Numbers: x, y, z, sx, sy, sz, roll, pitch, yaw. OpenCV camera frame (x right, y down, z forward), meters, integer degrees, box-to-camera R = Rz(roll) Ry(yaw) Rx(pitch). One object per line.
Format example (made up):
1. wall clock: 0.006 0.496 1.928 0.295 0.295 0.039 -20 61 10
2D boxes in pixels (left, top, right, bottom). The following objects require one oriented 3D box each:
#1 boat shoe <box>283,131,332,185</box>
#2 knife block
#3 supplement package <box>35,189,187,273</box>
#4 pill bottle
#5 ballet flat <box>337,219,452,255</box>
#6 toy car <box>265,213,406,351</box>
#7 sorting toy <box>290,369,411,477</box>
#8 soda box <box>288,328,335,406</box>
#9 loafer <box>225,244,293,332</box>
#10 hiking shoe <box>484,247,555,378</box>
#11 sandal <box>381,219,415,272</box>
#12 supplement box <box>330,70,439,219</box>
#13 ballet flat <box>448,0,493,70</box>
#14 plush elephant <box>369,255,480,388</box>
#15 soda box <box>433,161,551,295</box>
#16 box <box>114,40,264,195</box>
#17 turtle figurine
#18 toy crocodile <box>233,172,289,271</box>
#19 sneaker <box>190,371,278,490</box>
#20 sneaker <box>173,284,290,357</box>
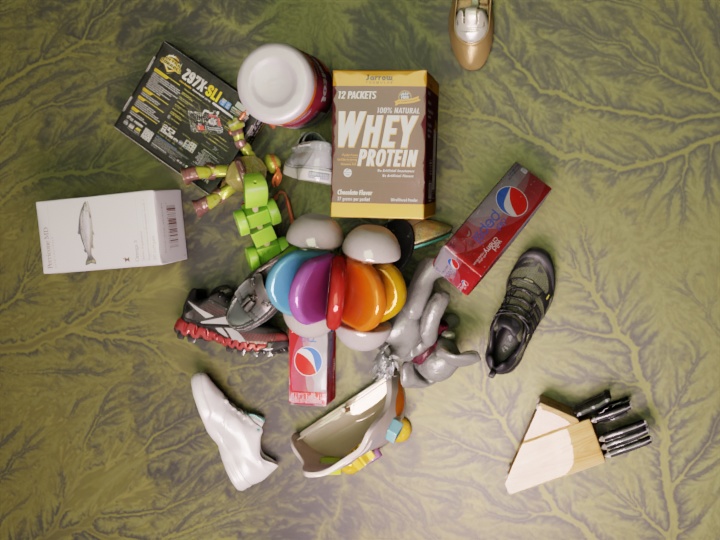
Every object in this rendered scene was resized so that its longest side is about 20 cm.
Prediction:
1. boat shoe: -0.068 -0.167 1.591 0.069 0.201 0.072 10 96 -13
2. knife block: 0.328 0.268 1.611 0.174 0.064 0.202 24 99 9
3. supplement package: -0.389 -0.062 1.700 0.198 0.117 0.118 -5 95 12
4. pill bottle: -0.100 -0.266 1.582 0.112 0.200 0.114 1 95 11
5. ballet flat: 0.040 -0.046 1.640 0.199 0.071 0.071 -24 90 15
6. toy car: -0.043 0.024 1.497 0.198 0.150 0.177 13 109 21
7. sorting toy: -0.014 0.256 1.620 0.199 0.180 0.107 -35 88 12
8. soda box: -0.074 0.105 1.675 0.063 0.070 0.202 2 94 10
9. loafer: -0.130 0.012 1.611 0.200 0.063 0.072 -42 80 4
10. hiking shoe: 0.237 0.065 1.593 0.075 0.101 0.202 18 98 9
11. sandal: 0.000 0.001 1.589 0.200 0.048 0.075 -42 67 7
12. supplement box: 0.039 -0.179 1.561 0.131 0.197 0.202 2 95 9
13. ballet flat: 0.162 -0.399 1.588 0.068 0.063 0.202 3 96 11
14. plush elephant: 0.097 0.097 1.607 0.164 0.154 0.202 -21 47 46
15. soda box: 0.189 -0.062 1.549 0.070 0.064 0.200 39 60 6
16. box: -0.265 -0.237 1.695 0.199 0.049 0.160 34 98 7
17. turtle figurine: -0.182 -0.135 1.645 0.160 0.064 0.202 -21 112 -5
18. toy crocodile: -0.150 -0.058 1.641 0.067 0.062 0.201 -20 135 -9
19. sneaker: -0.199 0.243 1.721 0.088 0.075 0.201 -26 95 0
20. sneaker: -0.197 0.076 1.687 0.199 0.071 0.099 13 94 22
